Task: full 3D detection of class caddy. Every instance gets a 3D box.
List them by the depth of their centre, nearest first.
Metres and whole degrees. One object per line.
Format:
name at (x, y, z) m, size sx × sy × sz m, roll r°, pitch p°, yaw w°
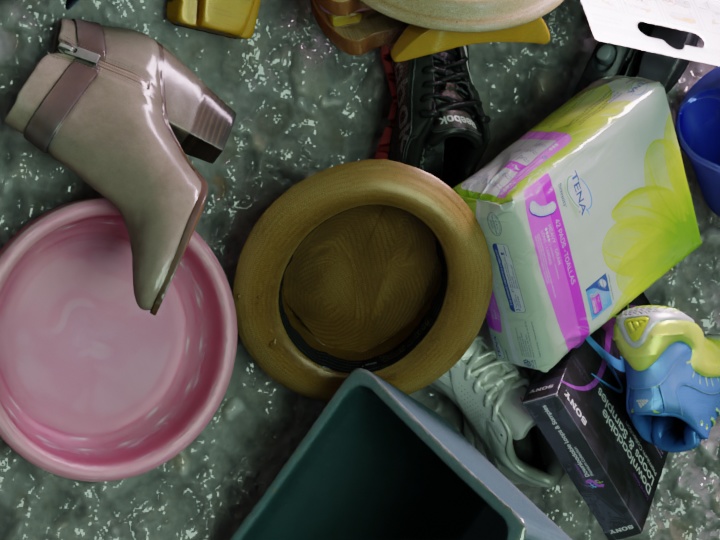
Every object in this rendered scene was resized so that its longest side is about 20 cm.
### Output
caddy at (0.346, -0.102, 1.760) m, size 0.141 × 0.200 × 0.105 m, roll -42°, pitch 136°, yaw -17°

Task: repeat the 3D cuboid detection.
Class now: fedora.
fedora at (0.000, 0.000, 1.624) m, size 0.200 × 0.082 × 0.201 m, roll -1°, pitch 117°, yaw -3°

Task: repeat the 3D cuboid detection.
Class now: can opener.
can opener at (0.191, -0.137, 1.740) m, size 0.200 × 0.079 × 0.063 m, roll -59°, pitch 143°, yaw -1°

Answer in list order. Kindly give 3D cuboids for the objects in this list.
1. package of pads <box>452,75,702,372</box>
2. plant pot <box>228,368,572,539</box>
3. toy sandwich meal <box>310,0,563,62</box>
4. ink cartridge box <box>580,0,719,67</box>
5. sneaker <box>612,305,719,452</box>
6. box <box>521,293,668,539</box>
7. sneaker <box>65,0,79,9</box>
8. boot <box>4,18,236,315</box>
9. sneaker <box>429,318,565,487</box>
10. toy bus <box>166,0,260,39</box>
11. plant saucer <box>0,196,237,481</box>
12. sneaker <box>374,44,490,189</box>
package of pads at (0.164, -0.042, 1.664) m, size 0.200 × 0.068 × 0.155 m, roll -36°, pitch 122°, yaw -33°
plant pot at (0.053, 0.221, 1.621) m, size 0.196 × 0.196 × 0.200 m, roll -54°, pitch 144°, yaw 9°
toy sandwich meal at (0.057, -0.215, 1.600) m, size 0.205 × 0.205 × 0.070 m, roll -20°, pitch 140°, yaw -25°
ink cartridge box at (0.202, -0.224, 1.682) m, size 0.162 × 0.057 × 0.200 m, roll 8°, pitch 54°, yaw -30°
sneaker at (0.252, 0.097, 1.723) m, size 0.200 × 0.076 × 0.105 m, roll 22°, pitch 67°, yaw -50°
box at (0.197, 0.093, 1.728) m, size 0.143 × 0.036 × 0.200 m, roll 56°, pitch 36°, yaw -22°
sneaker at (-0.159, -0.265, 1.488) m, size 0.200 × 0.146 × 0.081 m, roll -48°, pitch 115°, yaw -15°
boot at (-0.173, -0.079, 1.513) m, size 0.146 × 0.070 × 0.200 m, roll 25°, pitch 52°, yaw -12°
sneaker at (0.104, 0.087, 1.698) m, size 0.078 × 0.099 × 0.200 m, roll -44°, pitch 114°, yaw -16°
toy bus at (-0.082, -0.268, 1.568) m, size 0.065 × 0.078 × 0.200 m, roll 10°, pitch 91°, yaw -29°
plant saucer at (-0.186, 0.047, 1.564) m, size 0.200 × 0.051 × 0.201 m, roll -4°, pitch 98°, yaw -28°
sneaker at (0.058, -0.133, 1.650) m, size 0.071 × 0.098 × 0.201 m, roll 3°, pitch 92°, yaw -27°
